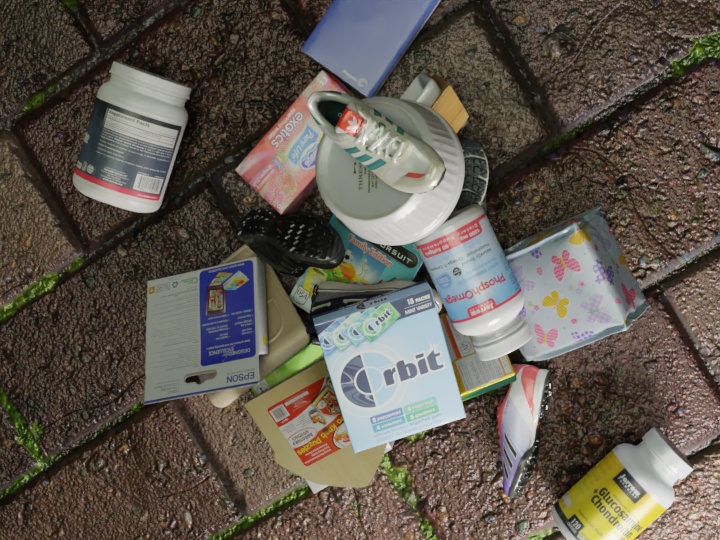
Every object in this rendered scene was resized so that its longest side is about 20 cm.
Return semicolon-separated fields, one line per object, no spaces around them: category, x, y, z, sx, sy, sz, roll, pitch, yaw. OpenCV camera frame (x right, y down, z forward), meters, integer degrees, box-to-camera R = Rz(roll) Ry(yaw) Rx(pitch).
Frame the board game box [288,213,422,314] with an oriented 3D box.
board game box;0.000;0.000;1.510;0.150;0.047;0.201;32;117;5

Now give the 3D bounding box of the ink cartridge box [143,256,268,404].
ink cartridge box;-0.233;0.094;1.520;0.196;0.047;0.202;-11;68;18

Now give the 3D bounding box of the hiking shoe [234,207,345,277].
hiking shoe;-0.088;-0.033;1.466;0.199;0.101;0.076;18;66;40

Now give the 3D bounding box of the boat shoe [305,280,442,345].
boat shoe;0.016;0.071;1.443;0.198;0.075;0.093;-1;51;23

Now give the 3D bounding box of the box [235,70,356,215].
box;-0.079;-0.189;1.509;0.103;0.095;0.200;44;100;2

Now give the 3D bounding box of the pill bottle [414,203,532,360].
pill bottle;0.161;0.018;1.402;0.108;0.109;0.201;-26;95;11

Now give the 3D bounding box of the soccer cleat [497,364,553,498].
soccer cleat;0.235;0.240;1.518;0.073;0.068;0.202;14;97;22

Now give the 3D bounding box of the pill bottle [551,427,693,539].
pill bottle;0.385;0.327;1.472;0.112;0.112;0.200;44;100;3

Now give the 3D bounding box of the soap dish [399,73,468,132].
soap dish;0.071;-0.186;1.461;0.081;0.157;0.201;35;100;-12

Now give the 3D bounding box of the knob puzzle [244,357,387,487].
knob puzzle;-0.044;0.233;1.486;0.217;0.030;0.222;3;108;9

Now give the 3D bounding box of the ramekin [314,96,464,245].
ramekin;0.031;-0.138;1.337;0.200;0.094;0.205;-2;84;23

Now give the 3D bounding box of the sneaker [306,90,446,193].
sneaker;0.012;-0.161;1.245;0.199;0.093;0.071;37;100;22

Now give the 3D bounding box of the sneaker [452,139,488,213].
sneaker;0.151;-0.095;1.484;0.077;0.086;0.202;8;105;15

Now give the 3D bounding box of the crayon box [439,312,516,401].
crayon box;0.117;0.138;1.499;0.198;0.052;0.127;-21;70;3

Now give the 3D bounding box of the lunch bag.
lunch bag;0.285;0.025;1.454;0.199;0.127;0.171;-28;90;37

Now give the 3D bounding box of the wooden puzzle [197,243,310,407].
wooden puzzle;-0.186;0.084;1.553;0.185;0.046;0.201;-37;61;7

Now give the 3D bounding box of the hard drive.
hard drive;0.020;-0.375;1.505;0.132;0.025;0.201;36;96;4

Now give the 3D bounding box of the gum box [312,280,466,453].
gum box;0.041;0.135;1.405;0.168;0.045;0.202;-17;106;-2

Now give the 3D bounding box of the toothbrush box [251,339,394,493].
toothbrush box;-0.056;0.213;1.548;0.145;0.086;0.201;-30;91;11

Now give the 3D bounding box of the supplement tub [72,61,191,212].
supplement tub;-0.345;-0.201;1.528;0.139;0.140;0.202;20;98;7
